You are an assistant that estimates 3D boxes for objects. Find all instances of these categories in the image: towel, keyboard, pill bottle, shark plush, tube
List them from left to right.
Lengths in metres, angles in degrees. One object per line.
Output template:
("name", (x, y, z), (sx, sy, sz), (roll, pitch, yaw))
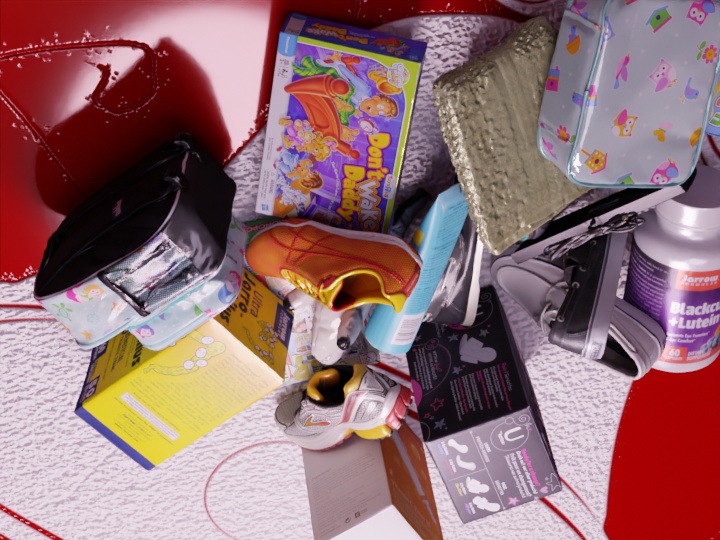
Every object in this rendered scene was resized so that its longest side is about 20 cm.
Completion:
("shark plush", (0.000, 0.000, 1.728), (0.083, 0.091, 0.200), (34, 79, -58))
("tube", (0.061, -0.006, 1.675), (0.050, 0.077, 0.200), (34, 124, 14))
("towel", (0.146, -0.124, 1.605), (0.148, 0.036, 0.200), (-33, 124, -18))
("keyboard", (0.234, -0.048, 1.672), (0.200, 0.127, 0.021), (-25, 100, 34))
("pill bottle", (0.331, -0.004, 1.753), (0.111, 0.112, 0.200), (-2, 126, -7))

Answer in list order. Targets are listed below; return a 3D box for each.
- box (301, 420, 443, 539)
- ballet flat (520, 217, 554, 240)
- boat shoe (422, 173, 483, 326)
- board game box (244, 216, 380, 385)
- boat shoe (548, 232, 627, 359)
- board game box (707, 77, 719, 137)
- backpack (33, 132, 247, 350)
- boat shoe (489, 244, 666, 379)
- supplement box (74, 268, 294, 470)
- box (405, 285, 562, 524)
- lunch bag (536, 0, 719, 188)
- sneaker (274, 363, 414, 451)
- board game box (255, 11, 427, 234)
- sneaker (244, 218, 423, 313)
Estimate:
("box", (0.012, 0.238, 1.829), (0.097, 0.200, 0.124), (-30, 125, 13))
("ballet flat", (0.154, -0.124, 1.675), (0.073, 0.073, 0.200), (-18, 120, 5))
("boat shoe", (0.091, -0.034, 1.716), (0.067, 0.072, 0.201), (4, 118, -5))
("board game box", (-0.064, 0.029, 1.772), (0.134, 0.029, 0.200), (-14, 127, 1))
("boat shoe", (0.229, 0.001, 1.699), (0.056, 0.200, 0.069), (12, 139, 5))
("board game box", (0.307, -0.214, 1.642), (0.199, 0.037, 0.152), (13, 122, -16))
("backpack", (-0.210, -0.015, 1.628), (0.200, 0.178, 0.151), (-28, 119, 17))
("boat shoe", (0.214, 0.046, 1.746), (0.200, 0.066, 0.072), (35, 134, 10))
("supplement box", (-0.178, 0.093, 1.730), (0.200, 0.109, 0.109), (-34, 118, 26))
("box", (0.125, 0.138, 1.771), (0.114, 0.200, 0.132), (-20, 127, 8))
("lunch bag", (0.254, -0.172, 1.570), (0.160, 0.077, 0.201), (-2, 116, -27))
("sneaker", (-0.030, 0.132, 1.789), (0.082, 0.078, 0.200), (39, 147, -23))
("board game box", (-0.020, -0.135, 1.625), (0.134, 0.045, 0.200), (13, 125, 4))
("sneaker", (-0.037, -0.002, 1.644), (0.200, 0.077, 0.073), (5, 146, 37))
